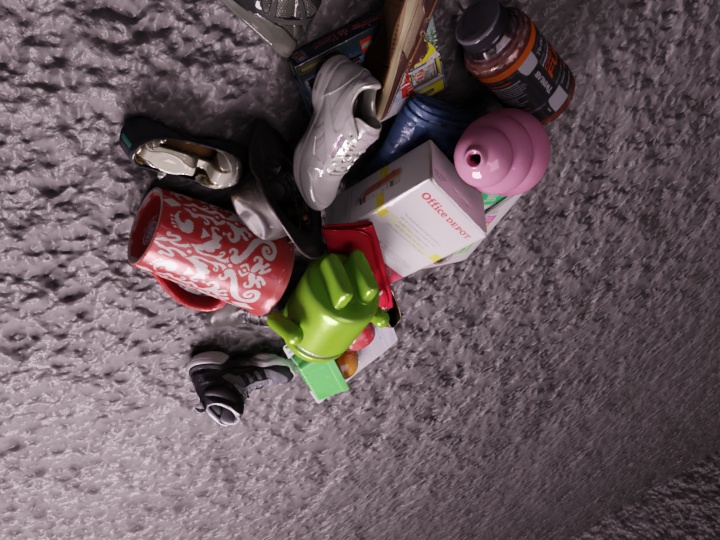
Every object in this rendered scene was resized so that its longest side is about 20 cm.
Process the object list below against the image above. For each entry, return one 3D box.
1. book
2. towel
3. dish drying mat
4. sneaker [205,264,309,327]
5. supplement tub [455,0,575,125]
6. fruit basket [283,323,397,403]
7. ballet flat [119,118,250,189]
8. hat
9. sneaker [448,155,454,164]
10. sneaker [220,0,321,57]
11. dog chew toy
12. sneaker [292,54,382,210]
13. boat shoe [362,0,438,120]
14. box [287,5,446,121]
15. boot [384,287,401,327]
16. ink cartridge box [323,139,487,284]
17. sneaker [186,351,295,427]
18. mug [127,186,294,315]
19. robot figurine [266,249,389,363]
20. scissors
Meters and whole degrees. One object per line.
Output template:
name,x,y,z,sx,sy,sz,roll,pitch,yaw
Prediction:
book,0.168,-0.080,1.085,0.132,0.049,0.201,-7,151,-28
towel,0.073,-0.164,0.971,0.110,0.049,0.201,5,139,-31
dish drying mat,0.000,0.000,0.975,0.075,0.018,0.201,-3,143,11
sneaker,-0.146,0.055,1.036,0.197,0.092,0.077,-18,144,-13
supplement tub,0.218,-0.296,0.929,0.199,0.107,0.107,27,112,-42
fruit basket,-0.032,0.130,1.188,0.199,0.093,0.186,-40,138,-15
ballet flat,-0.213,-0.138,0.847,0.198,0.073,0.074,14,120,-38
hat,-0.121,-0.097,0.872,0.080,0.203,0.201,-18,139,15
sneaker,0.194,-0.150,1.070,0.200,0.067,0.108,-34,134,-3
sneaker,-0.116,-0.340,0.725,0.114,0.077,0.198,-48,137,12
dog chew toy,0.189,-0.160,0.904,0.199,0.124,0.126,-24,148,-59
sneaker,-0.028,-0.163,0.835,0.074,0.099,0.203,-18,131,-46
boat shoe,0.057,-0.281,0.822,0.071,0.072,0.203,1,121,-28
box,0.014,-0.269,0.885,0.198,0.038,0.138,-28,136,-5
boot,0.023,0.007,1.078,0.073,0.075,0.203,-31,120,-22
ink cartridge box,0.066,-0.077,0.955,0.198,0.085,0.145,-26,133,33
sneaker,-0.197,0.205,1.112,0.197,0.115,0.075,10,143,-33
mug,-0.218,-0.010,0.909,0.198,0.133,0.179,22,103,-37
robot figurine,-0.046,0.056,0.943,0.173,0.117,0.201,-11,152,-35
scissors,0.167,-0.066,1.045,0.072,0.014,0.200,6,142,-42
